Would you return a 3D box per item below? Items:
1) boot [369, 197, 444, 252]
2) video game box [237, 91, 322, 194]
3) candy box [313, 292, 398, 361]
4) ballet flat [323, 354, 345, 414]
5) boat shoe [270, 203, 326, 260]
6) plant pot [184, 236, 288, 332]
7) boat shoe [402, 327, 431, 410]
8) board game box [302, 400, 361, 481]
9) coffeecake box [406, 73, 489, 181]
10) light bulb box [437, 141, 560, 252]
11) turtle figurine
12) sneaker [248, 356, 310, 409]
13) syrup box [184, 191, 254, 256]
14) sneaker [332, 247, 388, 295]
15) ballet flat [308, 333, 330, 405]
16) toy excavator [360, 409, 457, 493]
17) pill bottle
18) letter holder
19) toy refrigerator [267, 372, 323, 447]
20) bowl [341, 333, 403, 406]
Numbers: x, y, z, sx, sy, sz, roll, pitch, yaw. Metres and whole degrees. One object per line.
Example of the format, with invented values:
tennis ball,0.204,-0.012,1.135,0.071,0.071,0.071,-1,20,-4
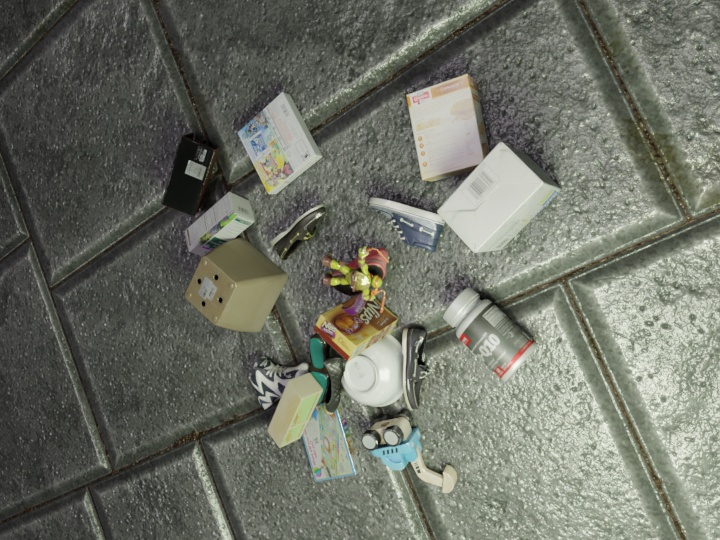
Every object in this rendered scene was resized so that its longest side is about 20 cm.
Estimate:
boot,0.101,-0.112,1.461,0.198,0.073,0.092,19,97,24
video game box,-0.218,-0.338,1.622,0.181,0.047,0.202,-32,80,24
candy box,-0.007,0.130,1.465,0.116,0.199,0.057,40,124,18
ballet flat,-0.077,0.287,1.528,0.067,0.056,0.202,-114,26,-50
boat shoe,-0.154,-0.101,1.598,0.200,0.071,0.061,-37,82,32
plant pot,-0.354,0.047,1.651,0.199,0.177,0.201,37,109,19
boat shoe,0.138,0.240,1.474,0.062,0.073,0.203,-3,89,17
board game box,-0.089,0.454,1.628,0.133,0.034,0.203,-18,86,27
coffeecake box,0.203,-0.323,1.392,0.152,0.073,0.203,-11,89,27
light bulb box,0.298,-0.150,1.288,0.198,0.199,0.125,-47,73,22
turtle figurine,-0.012,0.023,1.443,0.159,0.065,0.202,12,136,21
sneaker,-0.233,0.278,1.661,0.199,0.079,0.130,-41,84,34
syrup box,-0.397,-0.124,1.701,0.199,0.078,0.082,-35,58,24
sneaker,0.000,0.000,1.535,0.199,0.087,0.074,-21,123,43
ballet flat,-0.100,0.255,1.594,0.067,0.068,0.203,15,110,24
toy excavator,0.123,0.457,1.498,0.192,0.100,0.202,-18,99,29
pill bottle,0.288,0.140,1.365,0.200,0.114,0.114,43,111,17
letter holder,-0.481,-0.279,1.743,0.099,0.142,0.202,20,105,-9
toy refrigerator,-0.171,0.369,1.585,0.070,0.075,0.202,45,127,28
bowl,0.019,0.254,1.526,0.198,0.090,0.205,2,96,26
